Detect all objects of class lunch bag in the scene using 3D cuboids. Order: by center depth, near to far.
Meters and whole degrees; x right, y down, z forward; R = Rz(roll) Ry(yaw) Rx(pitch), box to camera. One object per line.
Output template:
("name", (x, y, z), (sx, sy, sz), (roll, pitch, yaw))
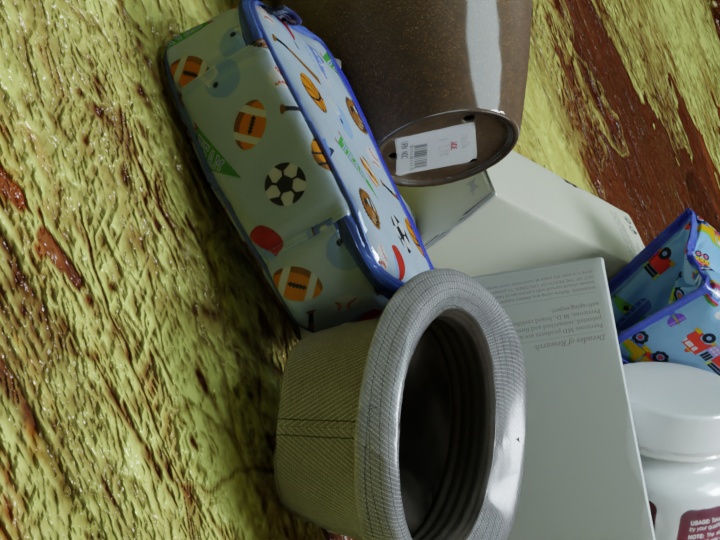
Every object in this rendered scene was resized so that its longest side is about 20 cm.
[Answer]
("lunch bag", (-0.028, -0.057, 1.487), (0.200, 0.075, 0.160), (67, 16, 18))
("lunch bag", (0.211, 0.079, 1.855), (0.150, 0.200, 0.094), (37, 29, -26))

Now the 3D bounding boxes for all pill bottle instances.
("pill bottle", (0.196, 0.171, 1.781), (0.114, 0.114, 0.200), (-60, 159, -69))

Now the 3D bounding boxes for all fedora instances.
("fedora", (0.013, 0.086, 1.416), (0.200, 0.090, 0.177), (-7, 98, -66))

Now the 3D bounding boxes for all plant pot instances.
("plant pot", (0.030, -0.159, 1.620), (0.187, 0.187, 0.200), (40, 34, -60))

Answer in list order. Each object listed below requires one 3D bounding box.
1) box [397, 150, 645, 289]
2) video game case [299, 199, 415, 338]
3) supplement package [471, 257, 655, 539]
("box", (0.114, -0.024, 1.830), (0.200, 0.082, 0.068), (27, 34, -46))
("video game case", (0.000, 0.000, 1.642), (0.182, 0.023, 0.200), (51, 27, -50))
("supplement package", (0.114, 0.112, 1.654), (0.117, 0.117, 0.200), (77, 4, -65))
